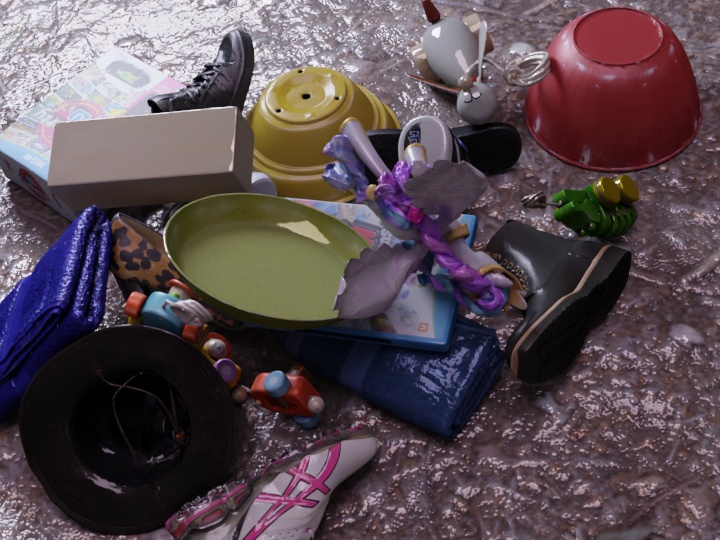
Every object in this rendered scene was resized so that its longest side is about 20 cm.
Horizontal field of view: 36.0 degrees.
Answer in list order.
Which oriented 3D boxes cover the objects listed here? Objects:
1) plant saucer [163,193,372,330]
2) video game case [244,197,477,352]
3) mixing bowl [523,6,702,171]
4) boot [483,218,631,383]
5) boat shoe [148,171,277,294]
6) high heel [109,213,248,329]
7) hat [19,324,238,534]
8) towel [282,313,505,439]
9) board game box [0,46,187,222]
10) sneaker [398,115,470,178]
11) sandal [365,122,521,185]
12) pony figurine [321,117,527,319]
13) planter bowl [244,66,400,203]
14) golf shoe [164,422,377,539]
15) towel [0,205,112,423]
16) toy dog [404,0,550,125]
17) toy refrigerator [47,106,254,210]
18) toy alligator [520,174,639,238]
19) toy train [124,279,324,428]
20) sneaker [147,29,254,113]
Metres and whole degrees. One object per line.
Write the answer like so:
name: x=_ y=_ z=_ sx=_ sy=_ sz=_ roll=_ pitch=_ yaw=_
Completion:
plant saucer: x=-0.079 y=-0.005 z=0.996 sx=0.200 sy=0.031 sz=0.200 roll=13 pitch=32 yaw=-8
video game case: x=0.000 y=0.000 z=1.053 sx=0.200 sy=0.018 sz=0.143 roll=7 pitch=59 yaw=17
mixing bowl: x=0.279 y=-0.217 z=1.219 sx=0.200 sy=0.108 sz=0.200 roll=-5 pitch=51 yaw=6
boot: x=0.154 y=0.024 z=1.059 sx=0.138 sy=0.078 sz=0.200 roll=22 pitch=37 yaw=29
boat shoe: x=-0.178 y=-0.040 z=1.175 sx=0.200 sy=0.072 sz=0.071 roll=-38 pitch=41 yaw=-28
high heel: x=-0.144 y=-0.012 z=1.086 sx=0.200 sy=0.143 sz=0.071 roll=-18 pitch=24 yaw=-4
hat: x=-0.203 y=0.134 z=1.007 sx=0.200 sy=0.201 sz=0.081 roll=-3 pitch=11 yaw=6
towel: x=0.028 y=0.071 z=1.045 sx=0.200 sy=0.049 sz=0.112 roll=26 pitch=74 yaw=25
board game box: x=-0.302 y=-0.157 z=1.284 sx=0.147 sy=0.064 sz=0.200 roll=30 pitch=62 yaw=29
sneaker: x=0.079 y=-0.049 z=1.137 sx=0.073 sy=0.112 sz=0.200 roll=7 pitch=86 yaw=26
sandal: x=0.074 y=-0.130 z=1.206 sx=0.200 sy=0.075 sz=0.045 roll=-6 pitch=36 yaw=-8
pony figurine: x=0.047 y=-0.045 z=0.961 sx=0.167 sy=0.193 sz=0.200 roll=-50 pitch=55 yaw=20
planter bowl: x=-0.056 y=-0.169 z=1.244 sx=0.200 sy=0.084 sz=0.201 roll=-4 pitch=51 yaw=5
golf shoe: x=-0.064 y=0.204 z=0.960 sx=0.200 sy=0.073 sz=0.092 roll=-28 pitch=86 yaw=-22
towel: x=-0.309 y=0.042 z=1.055 sx=0.200 sy=0.050 sz=0.148 roll=-39 pitch=40 yaw=33
toy dog: x=0.106 y=-0.244 z=1.232 sx=0.132 sy=0.096 sz=0.200 roll=-40 pitch=31 yaw=-7
toy refrigerator: x=-0.215 y=-0.113 z=1.148 sx=0.200 sy=0.070 sz=0.076 roll=-4 pitch=69 yaw=11
toy alligator: x=0.226 y=-0.056 z=1.095 sx=0.200 sy=0.059 sz=0.054 roll=-11 pitch=73 yaw=-48
toy train: x=-0.119 y=0.068 z=1.007 sx=0.150 sy=0.200 sz=0.056 roll=-2 pitch=52 yaw=39
sneaker: x=-0.187 y=-0.183 z=1.234 sx=0.060 sy=0.104 sz=0.200 roll=6 pitch=84 yaw=57
